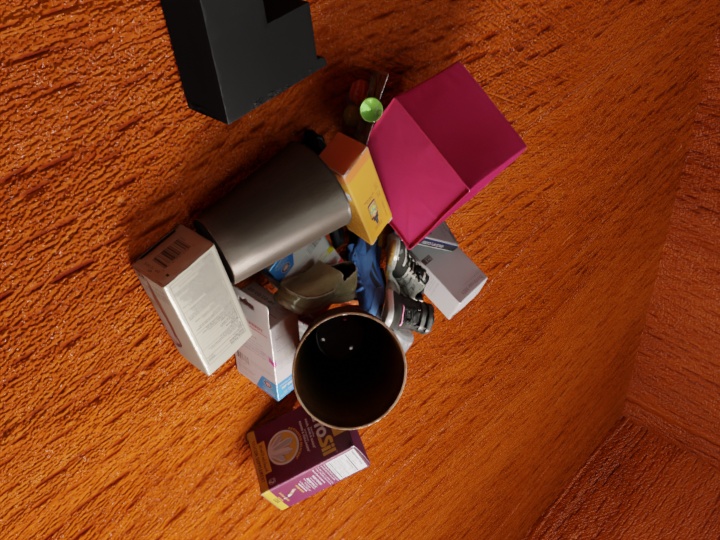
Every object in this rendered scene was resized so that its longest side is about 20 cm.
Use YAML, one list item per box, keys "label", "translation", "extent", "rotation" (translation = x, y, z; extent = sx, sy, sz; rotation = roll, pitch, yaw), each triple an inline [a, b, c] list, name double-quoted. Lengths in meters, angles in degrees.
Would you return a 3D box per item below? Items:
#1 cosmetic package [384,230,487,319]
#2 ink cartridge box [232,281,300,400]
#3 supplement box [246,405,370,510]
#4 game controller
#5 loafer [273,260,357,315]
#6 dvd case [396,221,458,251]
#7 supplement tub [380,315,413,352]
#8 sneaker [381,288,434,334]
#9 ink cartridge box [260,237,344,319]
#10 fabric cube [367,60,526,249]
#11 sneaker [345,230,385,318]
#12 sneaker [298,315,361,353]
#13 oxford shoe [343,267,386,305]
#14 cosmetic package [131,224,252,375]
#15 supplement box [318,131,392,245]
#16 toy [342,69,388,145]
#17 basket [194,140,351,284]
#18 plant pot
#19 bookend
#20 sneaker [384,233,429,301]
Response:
- label: "cosmetic package"
  translation: [0.152, -0.014, 1.539]
  extent: [0.101, 0.200, 0.075]
  rotation: [-36, 164, -32]
- label: "ink cartridge box"
  translation: [-0.161, 0.103, 1.275]
  extent: [0.067, 0.114, 0.204]
  rotation: [-33, 137, -36]
- label: "supplement box"
  translation: [-0.100, 0.340, 1.435]
  extent: [0.196, 0.133, 0.104]
  rotation: [-28, 142, 3]
- label: "game controller"
  translation: [-0.062, -0.134, 1.270]
  extent: [0.106, 0.041, 0.203]
  rotation: [-92, 171, -45]
- label: "loafer"
  translation: [-0.072, 0.021, 1.263]
  extent: [0.198, 0.075, 0.069]
  rotation: [-15, 126, -58]
- label: "dvd case"
  translation: [0.104, -0.113, 1.466]
  extent: [0.025, 0.153, 0.198]
  rotation: [-39, 155, 25]
- label: "supplement tub"
  translation: [0.009, 0.179, 1.531]
  extent: [0.202, 0.122, 0.122]
  rotation: [-55, 147, 12]
- label: "sneaker"
  translation: [0.089, 0.079, 1.383]
  extent: [0.200, 0.096, 0.073]
  rotation: [6, 97, -85]
- label: "ink cartridge box"
  translation: [-0.102, -0.008, 1.322]
  extent: [0.117, 0.066, 0.201]
  rotation: [-53, 145, -13]
- label: "fabric cube"
  translation: [0.126, -0.198, 1.311]
  extent: [0.199, 0.197, 0.200]
  rotation: [-38, 177, -40]
- label: "sneaker"
  translation: [0.000, 0.000, 1.411]
  extent: [0.077, 0.065, 0.206]
  rotation: [11, 69, -34]
- label: "sneaker"
  translation: [-0.053, 0.140, 1.430]
  extent: [0.089, 0.196, 0.082]
  rotation: [-59, -169, 28]
- label: "oxford shoe"
  translation: [-0.014, 0.026, 1.479]
  extent: [0.198, 0.070, 0.075]
  rotation: [-3, 98, -59]
- label: "cosmetic package"
  translation: [-0.250, 0.047, 1.143]
  extent: [0.103, 0.086, 0.203]
  rotation: [-43, 140, -28]
- label: "supplement box"
  translation: [-0.006, -0.128, 1.221]
  extent: [0.067, 0.068, 0.201]
  rotation: [-52, 149, -16]
- label: "toy"
  translation: [0.000, -0.271, 1.230]
  extent: [0.046, 0.200, 0.118]
  rotation: [15, 104, -13]
- label: "basket"
  translation: [-0.140, -0.081, 1.150]
  extent: [0.198, 0.179, 0.138]
  rotation: [-36, 136, -19]
- label: "plant pot"
  translation: [-0.027, 0.139, 1.278]
  extent: [0.200, 0.183, 0.191]
  rotation: [-119, -129, -77]
- label: "bookend"
  translation: [-0.154, -0.337, 1.009]
  extent: [0.198, 0.091, 0.204]
  rotation: [-40, 139, -32]
- label: "sneaker"
  translation: [0.090, -0.003, 1.455]
  extent: [0.202, 0.085, 0.077]
  rotation: [83, 13, -60]
